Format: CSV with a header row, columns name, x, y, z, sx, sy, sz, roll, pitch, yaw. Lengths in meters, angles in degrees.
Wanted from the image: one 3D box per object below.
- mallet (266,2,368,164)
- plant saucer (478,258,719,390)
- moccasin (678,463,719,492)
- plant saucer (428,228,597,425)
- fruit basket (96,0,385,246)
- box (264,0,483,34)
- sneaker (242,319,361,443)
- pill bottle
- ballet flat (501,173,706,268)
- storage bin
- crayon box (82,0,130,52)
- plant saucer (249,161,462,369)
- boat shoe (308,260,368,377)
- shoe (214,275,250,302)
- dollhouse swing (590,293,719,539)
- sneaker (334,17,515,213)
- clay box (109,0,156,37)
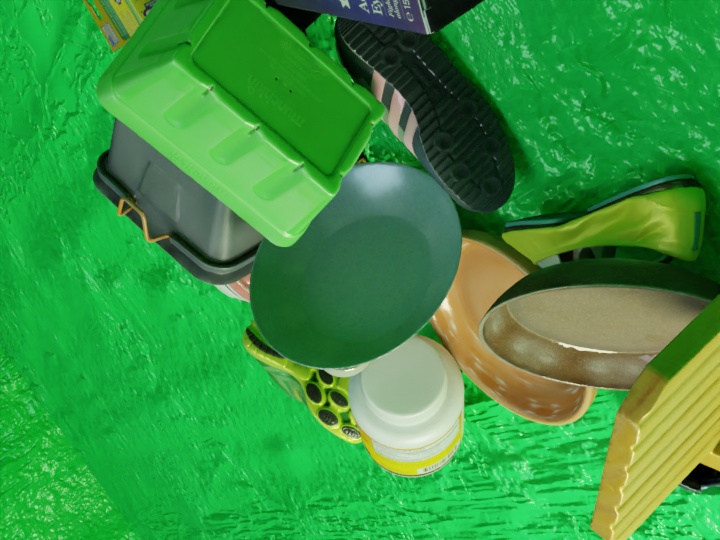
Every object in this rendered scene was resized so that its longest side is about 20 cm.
name,x,y,z,sx,sy,sz,roll,pitch,yaw
mallet,-0.027,-0.168,1.065,0.041,0.066,0.200,24,157,49
plant saucer,0.185,0.038,0.861,0.199,0.035,0.200,7,157,3
moccasin,0.253,0.132,0.928,0.081,0.068,0.200,53,154,-1
plant saucer,0.132,0.045,1.054,0.200,0.037,0.201,39,151,26
fruit basket,-0.101,-0.131,0.967,0.215,0.156,0.216,25,156,12
box,-0.002,-0.261,0.827,0.200,0.104,0.148,21,140,46
sneaker,-0.055,0.127,1.431,0.200,0.074,0.084,42,171,23
pill bottle,0.046,0.128,1.160,0.109,0.109,0.200,43,168,18
ballet flat,0.171,-0.019,0.872,0.200,0.067,0.067,-15,83,59
storage bin,-0.158,-0.104,1.131,0.200,0.145,0.135,39,139,24
crayon box,-0.226,-0.303,1.194,0.200,0.052,0.126,-7,117,59
plant saucer,0.000,0.000,1.037,0.201,0.201,0.039,30,169,37
boat shoe,-0.010,0.021,1.125,0.074,0.201,0.093,5,150,1
shoe,-0.069,0.018,1.256,0.200,0.072,0.091,36,161,-34
dollhouse swing,0.259,0.096,0.713,0.181,0.176,0.200,23,142,20
sneaker,0.051,-0.130,0.960,0.200,0.070,0.082,56,170,0
clay box,-0.183,-0.286,1.074,0.200,0.115,0.048,59,153,-13
